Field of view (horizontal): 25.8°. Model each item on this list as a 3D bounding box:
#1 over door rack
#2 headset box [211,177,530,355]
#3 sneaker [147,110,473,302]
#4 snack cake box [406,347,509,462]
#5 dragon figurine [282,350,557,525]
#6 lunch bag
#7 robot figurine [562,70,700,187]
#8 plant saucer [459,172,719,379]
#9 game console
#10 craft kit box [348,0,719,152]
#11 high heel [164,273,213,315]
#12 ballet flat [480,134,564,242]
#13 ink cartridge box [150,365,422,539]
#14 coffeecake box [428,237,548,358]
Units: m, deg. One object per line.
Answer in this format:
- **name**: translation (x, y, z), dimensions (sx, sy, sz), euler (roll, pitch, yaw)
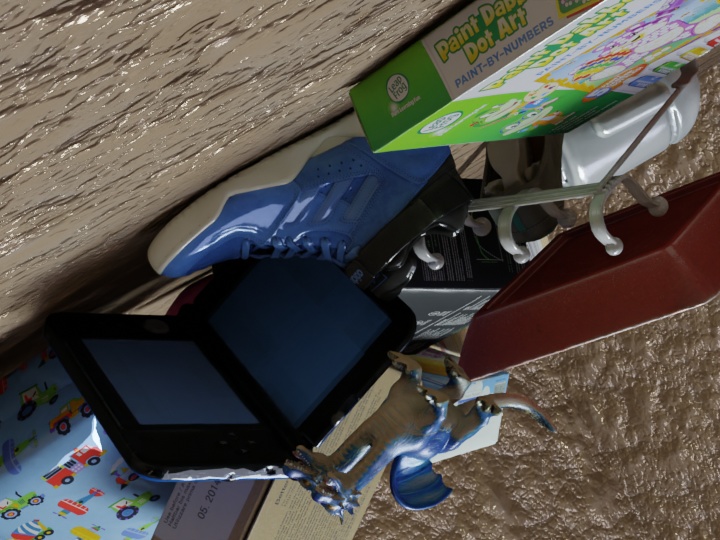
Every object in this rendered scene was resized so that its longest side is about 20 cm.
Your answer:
- **over door rack**: translation (0.137, -0.073, 1.051), dimensions (0.147, 0.067, 0.201), euler (-5, -142, 36)
- **headset box**: translation (0.000, 0.000, 1.208), dimensions (0.198, 0.094, 0.174), euler (0, 161, -32)
- **sneaker**: translation (-0.024, -0.021, 0.968), dimensions (0.199, 0.112, 0.077), euler (-30, 178, -13)
- **snack cake box**: translation (0.012, 0.097, 1.342), dimensions (0.199, 0.068, 0.115), euler (16, -167, 32)
- **dragon figurine**: translation (0.036, 0.109, 0.989), dimensions (0.199, 0.059, 0.100), euler (7, 121, -52)
- **lunch bag**: translation (-0.191, 0.156, 1.149), dimensions (0.150, 0.200, 0.094), euler (-33, -139, 11)
- **robot figurine**: translation (0.215, -0.141, 1.381), dimensions (0.199, 0.114, 0.170), euler (-30, -167, -7)
- **plant saucer**: translation (0.175, -0.005, 1.067), dimensions (0.199, 0.037, 0.200), euler (-22, -169, 37)
- **game console**: translation (-0.090, 0.037, 1.021), dimensions (0.169, 0.200, 0.119), euler (3, 113, -32)
- **craft kit box**: translation (0.127, -0.132, 0.878), dimensions (0.196, 0.049, 0.199), euler (-7, 162, -47)
- **high heel**: translation (-0.097, 0.023, 1.400), dimensions (0.096, 0.068, 0.200), euler (-18, -167, 48)
- **ballet flat**: translation (0.120, -0.106, 1.185), dimensions (0.067, 0.064, 0.201), euler (-25, -142, 25)
- **ink cartridge box**: translation (-0.053, 0.144, 1.146), dimensions (0.165, 0.075, 0.201), euler (28, 87, -60)
- **coffeecake box**: translation (0.057, 0.012, 1.456), dimensions (0.199, 0.073, 0.154), euler (11, -131, 37)
